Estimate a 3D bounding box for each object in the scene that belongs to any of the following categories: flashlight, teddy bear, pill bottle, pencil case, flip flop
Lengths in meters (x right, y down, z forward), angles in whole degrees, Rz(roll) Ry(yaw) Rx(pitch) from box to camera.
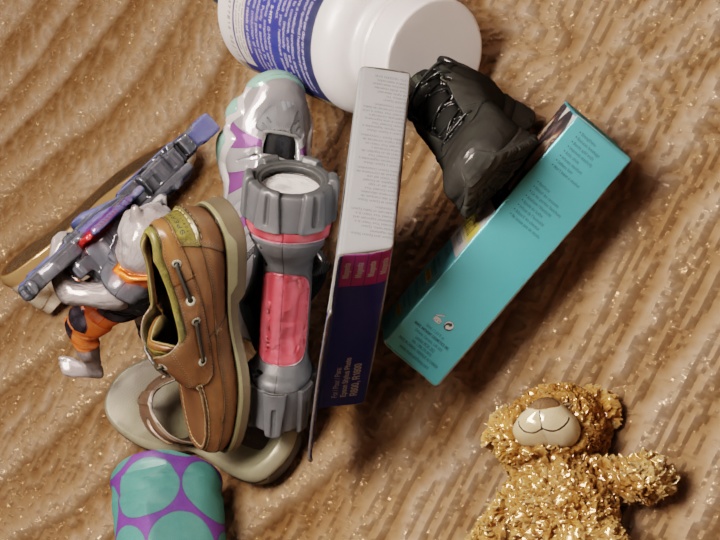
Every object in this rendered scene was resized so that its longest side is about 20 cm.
[{"bbox_3d":[-0.053,0.022,1.554,0.068,0.068,0.201,35,130,43],"label":"flashlight"},{"bbox_3d":[0.126,0.156,1.398,0.145,0.067,0.201,-7,62,38],"label":"teddy bear"},{"bbox_3d":[-0.006,-0.182,1.682,0.200,0.120,0.120,28,86,48],"label":"pill bottle"},{"bbox_3d":[-0.130,0.227,1.580,0.085,0.093,0.200,-4,52,-7],"label":"pencil case"},{"bbox_3d":[-0.124,0.105,1.666,0.200,0.058,0.081,20,81,47],"label":"flip flop"}]

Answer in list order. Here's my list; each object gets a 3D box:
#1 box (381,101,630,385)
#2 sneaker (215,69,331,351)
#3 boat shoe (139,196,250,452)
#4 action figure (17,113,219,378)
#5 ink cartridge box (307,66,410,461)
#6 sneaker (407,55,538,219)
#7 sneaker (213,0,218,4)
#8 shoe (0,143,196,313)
[{"bbox_3d":[0.096,-0.019,1.516,0.200,0.049,0.082,-50,7,8],"label":"box"},{"bbox_3d":[-0.055,-0.037,1.635,0.140,0.077,0.201,36,119,58],"label":"sneaker"},{"bbox_3d":[-0.121,0.044,1.556,0.072,0.068,0.201,36,136,49],"label":"boat shoe"},{"bbox_3d":[-0.152,-0.012,1.633,0.200,0.105,0.194,-46,-5,-20],"label":"action figure"},{"bbox_3d":[0.000,0.000,1.518,0.043,0.197,0.201,7,57,-1],"label":"ink cartridge box"},{"bbox_3d":[0.067,-0.096,1.523,0.076,0.091,0.200,-47,8,10],"label":"sneaker"},{"bbox_3d":[-0.068,-0.304,1.832,0.203,0.077,0.146,-59,30,12],"label":"sneaker"},{"bbox_3d":[-0.206,-0.037,1.838,0.200,0.053,0.070,-36,14,16],"label":"shoe"}]
